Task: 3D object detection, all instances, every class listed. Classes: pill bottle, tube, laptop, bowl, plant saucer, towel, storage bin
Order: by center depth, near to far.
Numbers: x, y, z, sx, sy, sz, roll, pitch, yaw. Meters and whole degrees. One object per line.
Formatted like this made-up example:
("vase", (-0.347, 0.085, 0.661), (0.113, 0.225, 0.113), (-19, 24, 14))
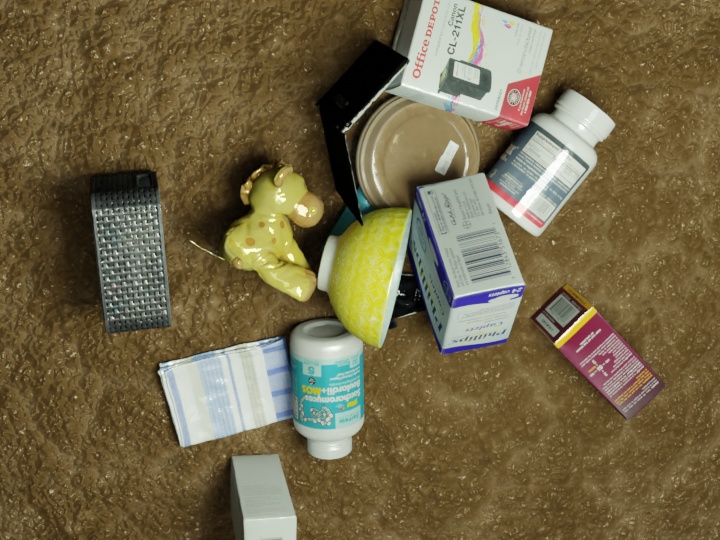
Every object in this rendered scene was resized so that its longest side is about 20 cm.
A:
("laptop", (0.012, -0.194, 1.542), (0.116, 0.187, 0.200), (41, 96, -22))
("storage bin", (-0.318, -0.026, 1.553), (0.093, 0.135, 0.201), (-6, 110, -10))
("bowl", (0.000, 0.000, 1.579), (0.107, 0.200, 0.201), (13, 106, 4))
("plant saucer", (0.089, -0.162, 1.636), (0.199, 0.029, 0.201), (-4, 101, -21))
("pill bottle", (0.277, -0.161, 1.650), (0.119, 0.120, 0.200), (35, 98, -21))
("tube", (0.016, -0.099, 1.656), (0.077, 0.050, 0.200), (31, 95, -31))
("pill bottle", (-0.049, 0.182, 1.699), (0.110, 0.111, 0.201), (-6, 110, -11))
("towel", (-0.198, 0.186, 1.715), (0.199, 0.024, 0.147), (-13, 112, -8))

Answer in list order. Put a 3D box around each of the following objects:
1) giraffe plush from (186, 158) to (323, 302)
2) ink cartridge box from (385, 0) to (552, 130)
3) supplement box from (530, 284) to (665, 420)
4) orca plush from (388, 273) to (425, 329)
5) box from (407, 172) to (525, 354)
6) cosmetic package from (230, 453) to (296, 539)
("giraffe plush", (-0.122, -0.070, 1.578), (0.200, 0.172, 0.163), (29, 89, -37))
("ink cartridge box", (0.150, -0.296, 1.578), (0.199, 0.083, 0.146), (14, 91, -17))
("supplement box", (0.376, 0.129, 1.776), (0.086, 0.110, 0.200), (-44, 112, 5))
("orca plush", (0.070, 0.054, 1.703), (0.199, 0.071, 0.106), (11, 106, -16))
("box", (0.145, -0.005, 1.596), (0.105, 0.184, 0.200), (-13, 154, -7))
("cosmetic package", (-0.150, 0.371, 1.695), (0.081, 0.200, 0.113), (-2, 107, -13))
